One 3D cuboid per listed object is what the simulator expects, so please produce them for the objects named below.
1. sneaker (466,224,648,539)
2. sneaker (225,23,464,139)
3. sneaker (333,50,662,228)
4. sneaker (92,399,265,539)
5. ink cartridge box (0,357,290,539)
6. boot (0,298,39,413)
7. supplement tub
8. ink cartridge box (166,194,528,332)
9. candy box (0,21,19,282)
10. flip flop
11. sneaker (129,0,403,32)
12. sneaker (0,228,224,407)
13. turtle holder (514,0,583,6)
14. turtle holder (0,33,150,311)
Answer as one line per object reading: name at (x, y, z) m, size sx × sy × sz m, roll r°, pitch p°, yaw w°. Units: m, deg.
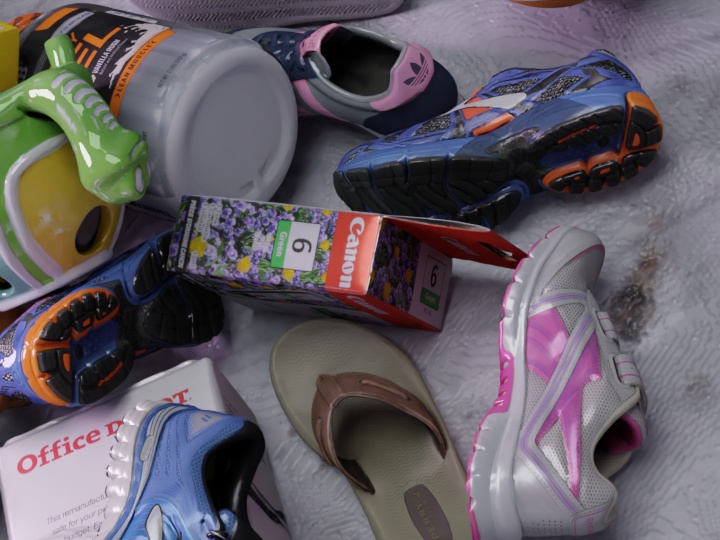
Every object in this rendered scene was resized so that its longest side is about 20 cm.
sneaker at (0.118, 0.067, 1.138) m, size 0.088 × 0.082 × 0.201 m, roll 8°, pitch 60°, yaw 12°
sneaker at (-0.028, -0.135, 1.319) m, size 0.199 × 0.082 × 0.070 m, roll 13°, pitch 66°, yaw 30°
sneaker at (0.080, -0.076, 1.243) m, size 0.199 × 0.076 × 0.079 m, roll -13°, pitch 43°, yaw 9°
sneaker at (-0.095, 0.158, 1.068) m, size 0.089 × 0.079 × 0.201 m, roll -2°, pitch 60°, yaw 24°
ink cartridge box at (-0.114, 0.172, 1.168) m, size 0.144 × 0.084 × 0.201 m, roll -24°, pitch 54°, yaw 8°
boot at (-0.278, 0.026, 1.261) m, size 0.199 × 0.155 × 0.074 m, roll 21°, pitch 108°, yaw 13°
supplement tub at (-0.148, -0.103, 1.323) m, size 0.199 × 0.123 × 0.123 m, roll 16°, pitch 68°, yaw 39°
ink cartridge box at (0.000, 0.000, 1.203) m, size 0.199 × 0.109 × 0.051 m, roll 7°, pitch 80°, yaw 27°
candy box at (-0.264, -0.073, 1.339) m, size 0.102 × 0.201 × 0.026 m, roll 22°, pitch 28°, yaw 34°
flip flop at (0.009, 0.097, 1.175) m, size 0.081 × 0.058 × 0.200 m, roll -33°, pitch 53°, yaw 2°
sneaker at (-0.060, -0.228, 1.404) m, size 0.199 × 0.074 × 0.116 m, roll 1°, pitch 59°, yaw 13°
sneaker at (-0.152, 0.025, 1.232) m, size 0.078 × 0.200 × 0.076 m, roll -7°, pitch 101°, yaw 33°
turtle holder at (0.106, -0.247, 1.274) m, size 0.141 × 0.132 × 0.186 m, roll -35°, pitch 66°, yaw 8°
turtle holder at (-0.191, -0.058, 1.210) m, size 0.185 × 0.141 × 0.132 m, roll -23°, pitch 96°, yaw 20°
